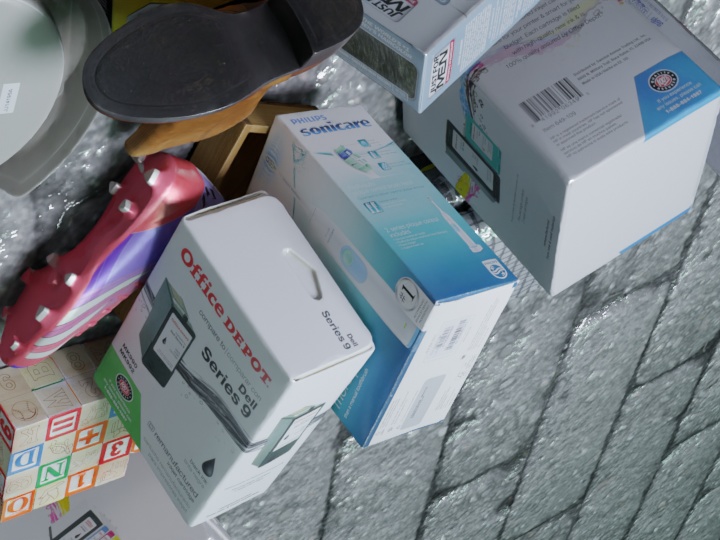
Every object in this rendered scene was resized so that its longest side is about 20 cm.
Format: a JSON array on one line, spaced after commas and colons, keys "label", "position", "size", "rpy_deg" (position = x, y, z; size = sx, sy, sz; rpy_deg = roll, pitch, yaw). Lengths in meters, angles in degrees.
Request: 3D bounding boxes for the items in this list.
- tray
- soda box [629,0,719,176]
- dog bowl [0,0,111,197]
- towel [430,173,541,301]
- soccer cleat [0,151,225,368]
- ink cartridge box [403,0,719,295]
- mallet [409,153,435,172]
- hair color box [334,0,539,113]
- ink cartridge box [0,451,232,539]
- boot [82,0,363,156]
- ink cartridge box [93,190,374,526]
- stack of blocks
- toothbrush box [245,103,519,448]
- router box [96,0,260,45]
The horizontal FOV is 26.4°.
[{"label": "tray", "position": [-0.106, -0.039, 1.169], "size": [0.098, 0.037, 0.201], "rpy_deg": [-2, 133, -48]}, {"label": "soda box", "position": [0.273, -0.156, 1.284], "size": [0.068, 0.200, 0.063], "rpy_deg": [-48, 151, 16]}, {"label": "dog bowl", "position": [-0.244, -0.113, 0.887], "size": [0.199, 0.059, 0.201], "rpy_deg": [-29, 149, -19]}, {"label": "towel", "position": [0.133, -0.044, 1.333], "size": [0.164, 0.086, 0.200], "rpy_deg": [-23, 161, -14]}, {"label": "soccer cleat", "position": [-0.179, 0.002, 1.093], "size": [0.076, 0.067, 0.200], "rpy_deg": [32, 104, -37]}, {"label": "ink cartridge box", "position": [0.145, -0.122, 1.167], "size": [0.146, 0.200, 0.147], "rpy_deg": [-29, 150, -17]}, {"label": "mallet", "position": [0.079, -0.106, 1.296], "size": [0.198, 0.041, 0.066], "rpy_deg": [-15, 143, -31]}, {"label": "hair color box", "position": [0.065, -0.204, 1.004], "size": [0.200, 0.099, 0.061], "rpy_deg": [-44, 159, -26]}, {"label": "ink cartridge box", "position": [-0.218, 0.260, 1.324], "size": [0.199, 0.145, 0.148], "rpy_deg": [-37, 151, -7]}, {"label": "boot", "position": [-0.114, -0.116, 0.963], "size": [0.187, 0.069, 0.200], "rpy_deg": [-33, -176, -30]}, {"label": "ink cartridge box", "position": [-0.096, 0.064, 1.098], "size": [0.084, 0.146, 0.200], "rpy_deg": [-20, 155, -41]}, {"label": "stack of blocks", "position": [-0.207, 0.113, 1.230], "size": [0.198, 0.059, 0.116], "rpy_deg": [-18, 144, -35]}, {"label": "toothbrush box", "position": [0.000, 0.000, 1.106], "size": [0.085, 0.200, 0.147], "rpy_deg": [-11, 141, -39]}, {"label": "router box", "position": [-0.077, -0.219, 0.944], "size": [0.199, 0.051, 0.150], "rpy_deg": [-24, 147, -29]}]
